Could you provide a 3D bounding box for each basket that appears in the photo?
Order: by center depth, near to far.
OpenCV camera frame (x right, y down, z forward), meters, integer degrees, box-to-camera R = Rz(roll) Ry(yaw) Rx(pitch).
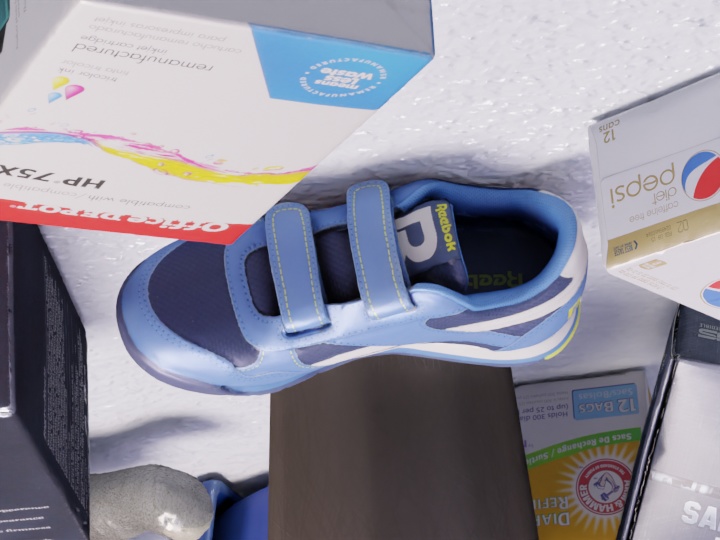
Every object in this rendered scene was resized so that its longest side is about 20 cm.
[{"bbox_3d":[0.018,0.120,1.042,0.135,0.202,0.180,2,157,-14],"label":"basket"}]

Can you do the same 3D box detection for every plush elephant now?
[{"bbox_3d":[-0.202,0.173,1.179,0.164,0.156,0.199,26,150,-33],"label":"plush elephant"}]

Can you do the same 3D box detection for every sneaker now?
[{"bbox_3d":[0.000,0.000,0.916,0.198,0.075,0.082,-7,158,-13],"label":"sneaker"}]

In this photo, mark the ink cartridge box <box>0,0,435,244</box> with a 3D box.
[{"bbox_3d":[-0.071,-0.064,0.736,0.115,0.068,0.200,6,157,-25],"label":"ink cartridge box"}]

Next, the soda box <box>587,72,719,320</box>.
[{"bbox_3d":[0.176,-0.014,0.919,0.068,0.064,0.199,-20,153,36],"label":"soda box"}]

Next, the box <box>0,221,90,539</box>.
[{"bbox_3d":[-0.197,0.046,0.943,0.146,0.105,0.200,-4,158,0],"label":"box"}]

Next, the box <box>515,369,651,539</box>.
[{"bbox_3d":[0.116,0.148,1.229,0.111,0.102,0.200,-8,149,10],"label":"box"}]

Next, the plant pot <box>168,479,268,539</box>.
[{"bbox_3d":[-0.014,0.223,1.321,0.178,0.202,0.200,-2,160,15],"label":"plant pot"}]

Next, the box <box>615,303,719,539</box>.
[{"bbox_3d":[0.224,0.110,1.049,0.198,0.051,0.159,13,123,4],"label":"box"}]
